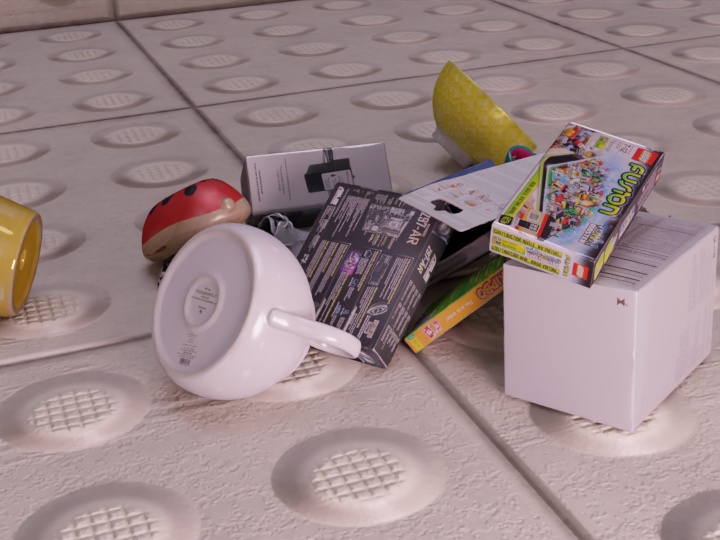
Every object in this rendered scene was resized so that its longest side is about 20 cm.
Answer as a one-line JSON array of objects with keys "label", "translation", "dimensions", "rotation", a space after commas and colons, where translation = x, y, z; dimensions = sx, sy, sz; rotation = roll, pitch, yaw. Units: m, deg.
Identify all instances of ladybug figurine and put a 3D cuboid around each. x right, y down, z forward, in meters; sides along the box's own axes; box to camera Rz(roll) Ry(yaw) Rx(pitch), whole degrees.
[{"label": "ladybug figurine", "translation": [-0.222, -0.069, 1.559], "dimensions": [0.135, 0.073, 0.199], "rotation": [-23, 1, -42]}]

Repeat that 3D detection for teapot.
[{"label": "teapot", "translation": [-0.115, 0.053, 1.260], "dimensions": [0.145, 0.197, 0.201], "rotation": [25, 33, -43]}]

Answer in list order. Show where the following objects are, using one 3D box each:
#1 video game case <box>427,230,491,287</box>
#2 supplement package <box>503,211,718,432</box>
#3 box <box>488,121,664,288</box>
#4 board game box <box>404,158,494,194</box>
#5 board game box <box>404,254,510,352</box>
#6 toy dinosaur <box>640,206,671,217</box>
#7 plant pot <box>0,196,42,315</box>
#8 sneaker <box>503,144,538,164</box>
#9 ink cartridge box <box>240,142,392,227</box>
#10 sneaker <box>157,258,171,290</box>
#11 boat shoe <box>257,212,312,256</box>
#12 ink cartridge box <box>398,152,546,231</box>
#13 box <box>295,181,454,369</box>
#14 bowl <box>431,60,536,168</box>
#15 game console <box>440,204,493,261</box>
[{"label": "video game case", "translation": [0.173, -0.042, 1.457], "dimensions": [0.199, 0.022, 0.182], "rotation": [-27, -4, -35]}, {"label": "supplement package", "translation": [0.262, 0.041, 1.233], "dimensions": [0.149, 0.154, 0.199], "rotation": [14, 28, 36]}, {"label": "box", "translation": [0.219, -0.071, 1.183], "dimensions": [0.109, 0.035, 0.200], "rotation": [21, 46, 21]}, {"label": "board game box", "translation": [0.069, -0.084, 1.545], "dimensions": [0.198, 0.035, 0.135], "rotation": [-24, 0, -28]}, {"label": "board game box", "translation": [0.138, 0.014, 1.318], "dimensions": [0.200, 0.030, 0.096], "rotation": [-42, 3, 32]}, {"label": "toy dinosaur", "translation": [0.296, -0.044, 1.494], "dimensions": [0.198, 0.104, 0.077], "rotation": [11, 26, 27]}, {"label": "plant pot", "translation": [-0.497, -0.029, 1.440], "dimensions": [0.186, 0.203, 0.201], "rotation": [12, 23, -4]}, {"label": "sneaker", "translation": [0.199, -0.115, 1.645], "dimensions": [0.198, 0.122, 0.083], "rotation": [11, 26, 30]}, {"label": "ink cartridge box", "translation": [-0.064, -0.114, 1.653], "dimensions": [0.197, 0.084, 0.147], "rotation": [-6, -8, -10]}, {"label": "sneaker", "translation": [-0.147, 0.016, 1.431], "dimensions": [0.197, 0.081, 0.072], "rotation": [-5, 23, -6]}, {"label": "boat shoe", "translation": [-0.115, -0.036, 1.560], "dimensions": [0.199, 0.072, 0.070], "rotation": [-17, 27, -29]}, {"label": "ink cartridge box", "translation": [0.163, -0.071, 1.287], "dimensions": [0.198, 0.048, 0.160], "rotation": [-18, 22, -18]}, {"label": "box", "translation": [0.000, 0.000, 1.361], "dimensions": [0.159, 0.044, 0.202], "rotation": [12, 64, 33]}, {"label": "bowl", "translation": [0.178, -0.230, 1.906], "dimensions": [0.108, 0.200, 0.200], "rotation": [-45, 23, 8]}, {"label": "game console", "translation": [0.083, -0.060, 1.532], "dimensions": [0.175, 0.118, 0.199], "rotation": [19, 29, 41]}]
